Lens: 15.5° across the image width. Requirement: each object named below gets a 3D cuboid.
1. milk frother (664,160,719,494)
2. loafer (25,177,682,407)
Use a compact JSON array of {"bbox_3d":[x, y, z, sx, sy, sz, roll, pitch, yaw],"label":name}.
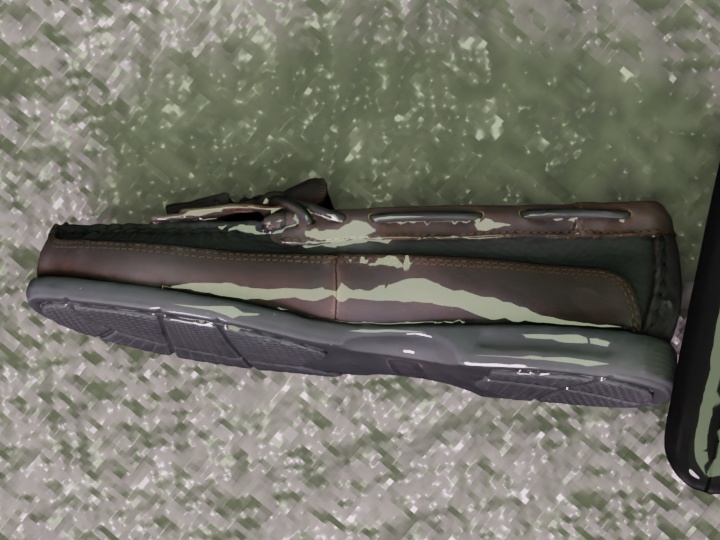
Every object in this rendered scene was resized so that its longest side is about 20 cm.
[{"bbox_3d":[0.194,0.031,0.726,0.180,0.200,0.188,11,98,-19],"label":"milk frother"},{"bbox_3d":[0.000,0.000,0.816,0.200,0.072,0.063,7,77,5],"label":"loafer"}]
